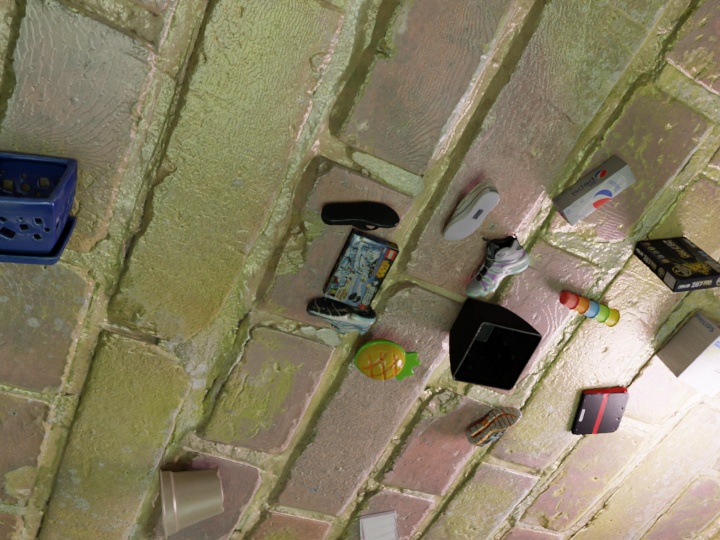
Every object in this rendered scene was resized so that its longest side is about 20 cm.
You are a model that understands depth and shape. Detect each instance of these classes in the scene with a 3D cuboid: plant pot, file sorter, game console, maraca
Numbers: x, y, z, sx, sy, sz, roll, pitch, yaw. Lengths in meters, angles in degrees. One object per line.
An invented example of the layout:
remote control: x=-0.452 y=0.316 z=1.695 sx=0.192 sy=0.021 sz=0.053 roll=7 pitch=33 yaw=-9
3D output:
plant pot: x=-0.725 y=-0.126 z=1.244 sx=0.197 sy=0.201 sz=0.182 roll=3 pitch=126 yaw=-14
plant pot: x=-0.520 y=0.700 z=1.792 sx=0.181 sy=0.201 sz=0.203 roll=-5 pitch=122 yaw=-21
file sorter: x=0.074 y=1.001 z=2.112 sx=0.136 sy=0.125 sz=0.203 roll=-6 pitch=122 yaw=-6
plant pot: x=0.361 y=0.194 z=1.654 sx=0.197 sy=0.178 sz=0.202 roll=14 pitch=118 yaw=-17
game console: x=0.831 y=0.490 z=2.015 sx=0.174 sy=0.031 sz=0.203 roll=-1 pitch=120 yaw=-5
maraca: x=0.078 y=0.262 z=1.680 sx=0.197 sy=0.108 sz=0.138 roll=17 pitch=123 yaw=-20

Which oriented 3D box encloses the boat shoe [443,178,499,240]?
boat shoe: x=0.279 y=-0.156 z=1.495 sx=0.071 sy=0.066 sz=0.201 roll=12 pitch=139 yaw=-21

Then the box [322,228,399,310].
box: x=0.000 y=0.000 z=1.548 sx=0.135 sy=0.040 sz=0.202 roll=19 pitch=115 yaw=-20

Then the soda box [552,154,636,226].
soda box: x=0.612 y=-0.209 z=1.527 sx=0.199 sy=0.069 sz=0.064 roll=-37 pitch=121 yaw=11

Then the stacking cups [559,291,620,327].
stacking cups: x=0.684 y=0.117 z=1.739 sx=0.197 sy=0.061 sz=0.061 roll=18 pitch=116 yaw=-20

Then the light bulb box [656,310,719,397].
light bulb box: x=1.117 y=0.272 z=1.880 sx=0.196 sy=0.125 sz=0.201 roll=26 pitch=112 yaw=-23

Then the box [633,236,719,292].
box: x=0.888 y=-0.019 z=1.616 sx=0.158 sy=0.201 sz=0.050 roll=-4 pitch=124 yaw=-8

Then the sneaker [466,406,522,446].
sneaker: x=0.450 y=0.521 z=1.936 sx=0.199 sy=0.079 sz=0.077 roll=-33 pitch=135 yaw=13

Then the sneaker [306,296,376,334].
sneaker: x=-0.058 y=0.137 z=1.599 sx=0.197 sy=0.078 sz=0.087 roll=12 pitch=121 yaw=-18

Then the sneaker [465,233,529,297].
sneaker: x=0.352 y=-0.028 z=1.586 sx=0.199 sy=0.078 sz=0.141 roll=-35 pitch=120 yaw=0

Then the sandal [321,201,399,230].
sandal: x=-0.001 y=-0.134 z=1.460 sx=0.197 sy=0.076 sz=0.048 roll=4 pitch=146 yaw=-5
